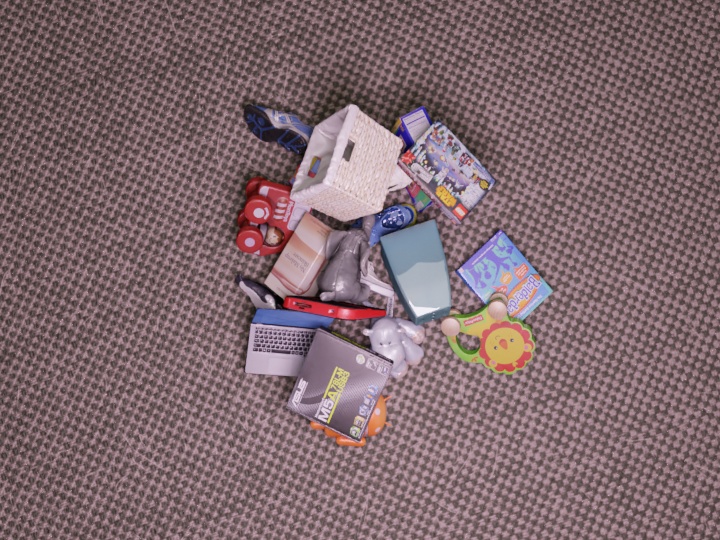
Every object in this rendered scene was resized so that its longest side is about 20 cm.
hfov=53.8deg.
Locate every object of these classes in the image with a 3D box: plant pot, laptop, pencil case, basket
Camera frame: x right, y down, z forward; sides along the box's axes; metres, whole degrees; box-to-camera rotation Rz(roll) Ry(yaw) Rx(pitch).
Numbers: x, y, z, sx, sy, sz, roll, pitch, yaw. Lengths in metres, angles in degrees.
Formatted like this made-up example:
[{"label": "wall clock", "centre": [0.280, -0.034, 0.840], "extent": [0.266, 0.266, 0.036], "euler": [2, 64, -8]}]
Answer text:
[{"label": "plant pot", "centre": [0.142, 0.014, 1.684], "extent": [0.138, 0.142, 0.205], "euler": [-17, 72, -2]}, {"label": "laptop", "centre": [-0.167, 0.174, 1.660], "extent": [0.182, 0.116, 0.206], "euler": [6, 104, -14]}, {"label": "pencil case", "centre": [-0.101, -0.270, 1.753], "extent": [0.087, 0.088, 0.202], "euler": [33, 86, 2]}, {"label": "basket", "centre": [-0.034, -0.233, 1.619], "extent": [0.159, 0.198, 0.203], "euler": [26, 73, -26]}]

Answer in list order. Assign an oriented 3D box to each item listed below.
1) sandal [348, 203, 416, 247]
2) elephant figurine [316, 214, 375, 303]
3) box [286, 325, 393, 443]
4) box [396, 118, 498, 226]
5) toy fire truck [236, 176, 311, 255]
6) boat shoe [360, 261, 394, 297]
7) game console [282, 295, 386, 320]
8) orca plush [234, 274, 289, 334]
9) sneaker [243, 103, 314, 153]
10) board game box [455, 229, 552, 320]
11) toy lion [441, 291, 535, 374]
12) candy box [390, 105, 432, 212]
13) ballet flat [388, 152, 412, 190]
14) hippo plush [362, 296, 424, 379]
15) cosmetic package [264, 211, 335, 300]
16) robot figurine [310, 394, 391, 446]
[{"label": "sandal", "centre": [0.048, -0.110, 1.743], "extent": [0.197, 0.087, 0.081], "euler": [-29, 89, -1]}, {"label": "elephant figurine", "centre": [-0.027, -0.037, 1.635], "extent": [0.138, 0.155, 0.205], "euler": [12, 101, -26]}, {"label": "box", "centre": [-0.047, 0.257, 1.606], "extent": [0.189, 0.048, 0.204], "euler": [25, 98, 2]}, {"label": "box", "centre": [0.196, -0.222, 1.605], "extent": [0.200, 0.040, 0.137], "euler": [44, 79, -1]}, {"label": "toy fire truck", "centre": [-0.209, -0.120, 1.715], "extent": [0.164, 0.113, 0.203], "euler": [13, 122, -16]}, {"label": "boat shoe", "centre": [0.000, 0.000, 1.745], "extent": [0.196, 0.071, 0.071], "euler": [25, 87, 9]}, {"label": "game console", "centre": [-0.061, 0.086, 1.622], "extent": [0.196, 0.175, 0.032], "euler": [10, 91, 32]}, {"label": "orca plush", "centre": [-0.226, 0.080, 1.751], "extent": [0.199, 0.071, 0.106], "euler": [39, 131, 6]}, {"label": "sneaker", "centre": [-0.204, -0.361, 1.773], "extent": [0.197, 0.077, 0.077], "euler": [30, 47, 11]}, {"label": "board game box", "centre": [0.354, 0.027, 1.756], "extent": [0.152, 0.045, 0.201], "euler": [-42, 88, -3]}, {"label": "toy lion", "centre": [0.316, 0.166, 1.719], "extent": [0.196, 0.069, 0.195], "euler": [-21, 102, 20]}, {"label": "candy box", "centre": [0.144, -0.264, 1.710], "extent": [0.076, 0.169, 0.204], "euler": [-25, 85, -15]}, {"label": "ballet flat", "centre": [0.068, -0.215, 1.696], "extent": [0.070, 0.199, 0.074], "euler": [9, 70, -27]}, {"label": "hippo plush", "centre": [0.083, 0.159, 1.686], "extent": [0.155, 0.161, 0.206], "euler": [-4, 86, -1]}, {"label": "cosmetic package", "centre": [-0.131, -0.022, 1.704], "extent": [0.102, 0.087, 0.203], "euler": [33, 95, 29]}, {"label": "robot figurine", "centre": [-0.023, 0.336, 1.695], "extent": [0.194, 0.117, 0.147], "euler": [0, 64, -1]}]
